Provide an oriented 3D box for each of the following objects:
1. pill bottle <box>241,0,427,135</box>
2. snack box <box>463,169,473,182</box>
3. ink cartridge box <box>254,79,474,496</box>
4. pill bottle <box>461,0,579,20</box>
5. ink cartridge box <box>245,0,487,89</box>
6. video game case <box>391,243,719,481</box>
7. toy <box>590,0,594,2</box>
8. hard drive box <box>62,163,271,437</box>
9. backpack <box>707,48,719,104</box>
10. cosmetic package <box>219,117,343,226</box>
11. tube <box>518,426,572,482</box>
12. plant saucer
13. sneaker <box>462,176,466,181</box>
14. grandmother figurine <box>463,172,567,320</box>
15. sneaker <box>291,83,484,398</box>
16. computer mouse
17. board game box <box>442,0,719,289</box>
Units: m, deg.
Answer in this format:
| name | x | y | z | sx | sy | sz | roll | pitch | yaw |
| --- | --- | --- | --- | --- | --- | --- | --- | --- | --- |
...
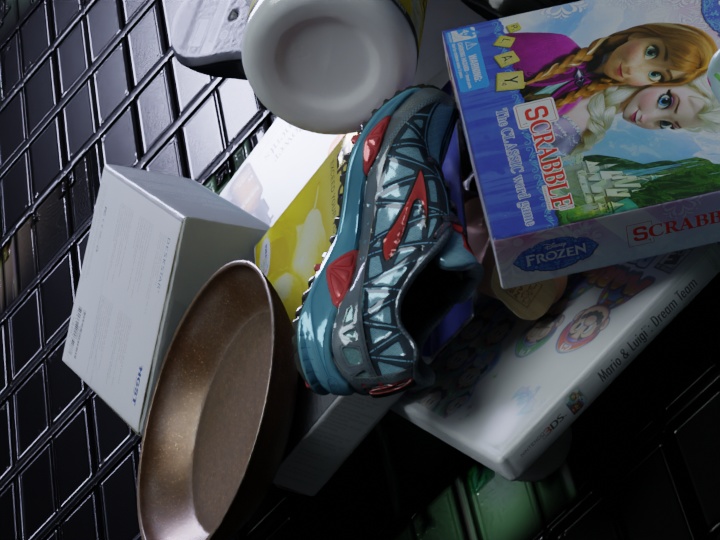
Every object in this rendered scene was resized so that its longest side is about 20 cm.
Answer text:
| name | x | y | z | sx | sy | sz | roll | pitch | yaw |
| --- | --- | --- | --- | --- | --- | --- | --- | --- | --- |
| pill bottle | -0.011 | -0.182 | 1.615 | 0.112 | 0.112 | 0.200 | -42 | 21 | 28 |
| snack box | 0.146 | -0.084 | 1.576 | 0.199 | 0.024 | 0.072 | -14 | 33 | 51 |
| ink cartridge box | -0.003 | 0.006 | 1.561 | 0.200 | 0.047 | 0.199 | -53 | 30 | 41 |
| pill bottle | 0.151 | -0.245 | 1.641 | 0.201 | 0.112 | 0.112 | -59 | 30 | 2 |
| ink cartridge box | 0.012 | -0.188 | 1.783 | 0.146 | 0.086 | 0.200 | -34 | 32 | -2 |
| video game case | 0.105 | 0.032 | 1.497 | 0.182 | 0.024 | 0.200 | -45 | 25 | -10 |
| toy | 0.179 | -0.166 | 1.570 | 0.200 | 0.047 | 0.115 | -50 | -13 | 20 |
| hard drive box | -0.138 | 0.022 | 1.774 | 0.200 | 0.076 | 0.157 | -147 | 68 | -65 |
| backpack | 0.282 | -0.102 | 1.257 | 0.200 | 0.177 | 0.151 | -36 | 66 | 46 |
| cosmetic package | -0.050 | -0.036 | 1.826 | 0.200 | 0.052 | 0.151 | -52 | 34 | 13 |
| tube | 0.070 | 0.071 | 1.561 | 0.077 | 0.050 | 0.200 | -44 | 28 | -1 |
| plant saucer | -0.087 | 0.094 | 1.591 | 0.200 | 0.036 | 0.202 | -45 | 37 | 48 |
| sneaker | 0.000 | 0.000 | 1.700 | 0.200 | 0.076 | 0.092 | -49 | 28 | 17 |
| grandmother figurine | 0.071 | -0.020 | 1.543 | 0.121 | 0.061 | 0.200 | -50 | 22 | -2 |
| sneaker | 0.035 | -0.014 | 1.452 | 0.095 | 0.079 | 0.201 | 7 | 69 | 27 |
| computer mouse | -0.075 | -0.188 | 1.998 | 0.199 | 0.053 | 0.139 | 11 | 75 | 47 |
| board game box | 0.160 | -0.089 | 1.453 | 0.198 | 0.041 | 0.201 | -13 | 42 | 1 |
